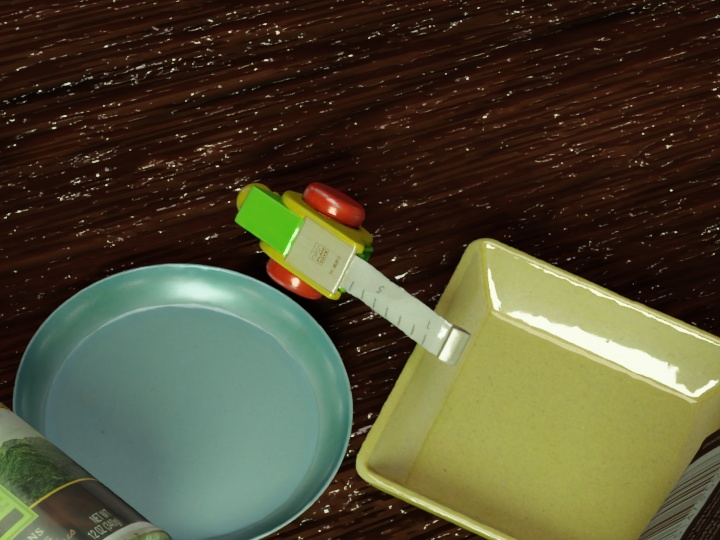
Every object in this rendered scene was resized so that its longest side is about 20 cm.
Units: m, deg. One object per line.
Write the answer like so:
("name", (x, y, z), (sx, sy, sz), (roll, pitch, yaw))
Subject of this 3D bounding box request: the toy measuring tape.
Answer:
("toy measuring tape", (0.000, 0.000, 1.043), (0.200, 0.074, 0.073), (34, 54, 30))

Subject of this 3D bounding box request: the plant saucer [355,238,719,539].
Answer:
("plant saucer", (0.119, 0.097, 1.011), (0.199, 0.049, 0.200), (24, 53, 8))

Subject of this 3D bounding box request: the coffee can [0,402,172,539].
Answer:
("coffee can", (-0.217, 0.134, 0.864), (0.200, 0.147, 0.146), (35, 55, 16))

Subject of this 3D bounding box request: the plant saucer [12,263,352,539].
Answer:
("plant saucer", (-0.104, 0.083, 0.998), (0.199, 0.028, 0.201), (4, 52, -6))

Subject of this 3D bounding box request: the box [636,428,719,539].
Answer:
("box", (0.252, 0.180, 0.862), (0.200, 0.164, 0.166), (43, 57, 0))
